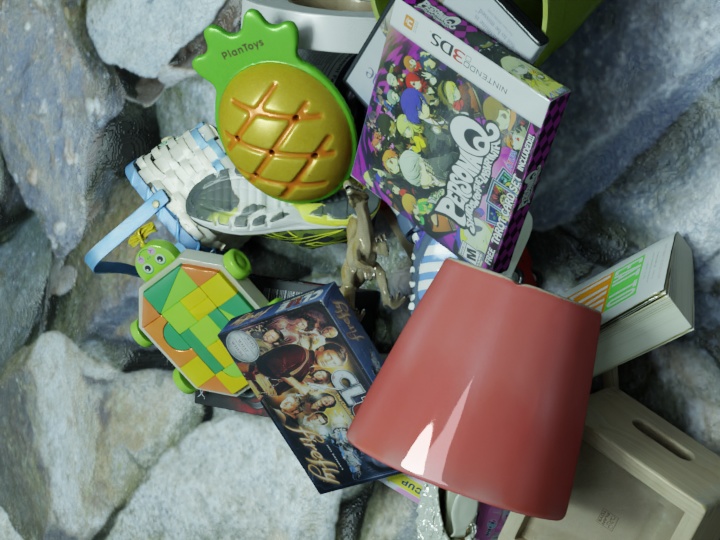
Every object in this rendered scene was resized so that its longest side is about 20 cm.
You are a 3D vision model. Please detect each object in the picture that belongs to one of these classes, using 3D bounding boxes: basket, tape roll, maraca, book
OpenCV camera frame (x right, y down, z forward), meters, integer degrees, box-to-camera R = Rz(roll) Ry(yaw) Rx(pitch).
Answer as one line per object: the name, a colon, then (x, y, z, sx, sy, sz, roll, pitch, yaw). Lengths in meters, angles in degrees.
basket: (-0.193, -0.063, 1.591, 0.200, 0.176, 0.139, -45, 78, 9)
tape roll: (-0.020, -0.252, 1.465, 0.203, 0.203, 0.037, 17, 111, 32)
maraca: (-0.081, -0.153, 1.394, 0.137, 0.107, 0.200, -19, 113, 21)
book: (0.214, 0.049, 1.350, 0.200, 0.134, 0.048, -32, 106, 27)

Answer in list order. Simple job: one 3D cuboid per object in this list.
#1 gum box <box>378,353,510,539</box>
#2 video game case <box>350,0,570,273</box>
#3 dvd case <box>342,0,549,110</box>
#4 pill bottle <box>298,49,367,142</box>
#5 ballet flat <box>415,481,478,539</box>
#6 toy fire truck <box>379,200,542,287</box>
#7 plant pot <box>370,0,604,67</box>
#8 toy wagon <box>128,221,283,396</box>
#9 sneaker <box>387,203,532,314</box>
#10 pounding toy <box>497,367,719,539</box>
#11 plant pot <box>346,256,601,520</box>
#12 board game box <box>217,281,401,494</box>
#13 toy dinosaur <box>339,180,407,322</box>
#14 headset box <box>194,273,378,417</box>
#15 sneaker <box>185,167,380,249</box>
gum box: (0.083, 0.176, 1.459, 0.200, 0.066, 0.114, 27, 102, 31)
video game case: (0.083, -0.119, 1.294, 0.181, 0.036, 0.200, 40, 135, 26)
dvd case: (0.071, -0.188, 1.311, 0.143, 0.018, 0.200, 48, 138, 12)
pill bottle: (-0.020, -0.183, 1.515, 0.200, 0.112, 0.112, 21, 99, 31)
ballet flat: (0.096, 0.175, 1.368, 0.072, 0.072, 0.200, 7, 95, 33)
toy fire truck: (0.092, -0.037, 1.474, 0.141, 0.049, 0.200, -25, 76, 30)
plant pot: (0.143, -0.281, 1.346, 0.200, 0.193, 0.201, 23, 127, 34)
toy wagon: (-0.170, 0.039, 1.503, 0.155, 0.040, 0.200, -35, 104, 27)
sneaker: (0.071, -0.014, 1.418, 0.146, 0.081, 0.200, 40, 113, 36)
pounding toy: (0.237, 0.192, 1.336, 0.200, 0.142, 0.184, 35, 117, 28)
plant pot: (0.110, 0.094, 1.237, 0.200, 0.200, 0.178, 21, 90, 32)
board game box: (-0.032, 0.118, 1.413, 0.135, 0.035, 0.200, -20, 109, 34)
toy dinosaur: (0.000, 0.000, 1.416, 0.200, 0.058, 0.101, 105, 151, -46)
headset box: (-0.073, 0.084, 1.559, 0.200, 0.077, 0.149, 8, 92, 34)
sneaker: (-0.078, -0.052, 1.483, 0.200, 0.085, 0.075, 3, 61, 6)
